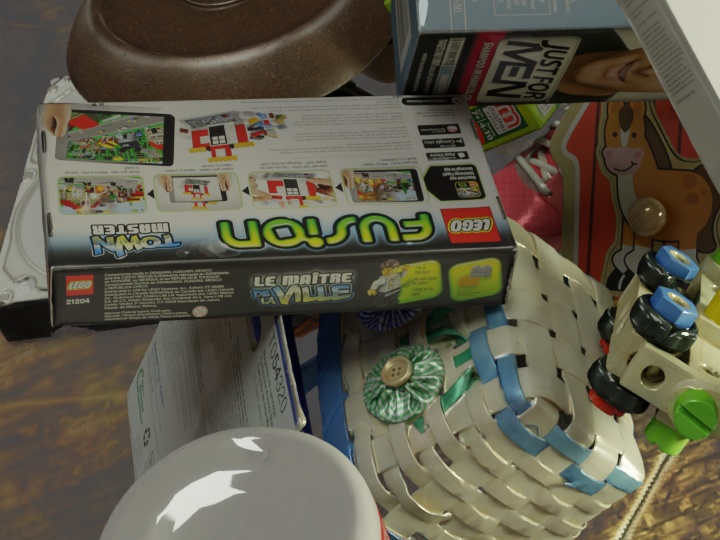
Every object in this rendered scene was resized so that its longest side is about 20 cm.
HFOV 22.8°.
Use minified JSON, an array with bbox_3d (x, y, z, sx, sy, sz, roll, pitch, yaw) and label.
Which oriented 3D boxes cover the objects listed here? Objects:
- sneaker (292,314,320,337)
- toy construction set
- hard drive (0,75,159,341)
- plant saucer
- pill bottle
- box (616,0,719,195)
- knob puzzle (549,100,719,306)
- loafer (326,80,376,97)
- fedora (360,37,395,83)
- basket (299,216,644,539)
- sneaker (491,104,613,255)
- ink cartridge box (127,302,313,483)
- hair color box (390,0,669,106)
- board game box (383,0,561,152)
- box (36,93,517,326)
[{"bbox_3d":[0.000,0.000,0.953,0.199,0.074,0.080,-6,55,49],"label":"sneaker"},{"bbox_3d":[0.170,0.045,0.773,0.131,0.200,0.092,32,96,0],"label":"toy construction set"},{"bbox_3d":[-0.141,-0.050,1.094,0.139,0.038,0.201,-6,46,15],"label":"hard drive"},{"bbox_3d":[-0.077,-0.154,1.030,0.199,0.035,0.201,-7,42,6],"label":"plant saucer"},{"bbox_3d":[-0.025,0.167,0.733,0.113,0.201,0.114,-10,46,11],"label":"pill bottle"},{"bbox_3d":[0.219,-0.100,0.758,0.199,0.036,0.145,-26,86,-24],"label":"box"},{"bbox_3d":[0.188,-0.060,0.897,0.218,0.030,0.222,0,90,23],"label":"knob puzzle"},{"bbox_3d":[-0.035,-0.088,1.023,0.199,0.067,0.077,19,93,14],"label":"loafer"},{"bbox_3d":[0.015,-0.182,1.126,0.199,0.082,0.201,-11,43,11],"label":"fedora"},{"bbox_3d":[0.027,0.077,0.854,0.200,0.139,0.177,-41,36,29],"label":"basket"},{"bbox_3d":[0.130,-0.073,0.978,0.199,0.087,0.074,-28,44,-6],"label":"sneaker"},{"bbox_3d":[-0.060,0.069,0.855,0.043,0.201,0.197,11,41,-22],"label":"ink cartridge box"},{"bbox_3d":[0.118,-0.121,0.825,0.198,0.099,0.061,-3,76,-5],"label":"hair color box"},{"bbox_3d":[0.100,-0.167,1.029,0.047,0.102,0.200,-21,22,42],"label":"board game box"},{"bbox_3d":[-0.040,-0.030,0.787,0.198,0.035,0.110,-2,44,-11],"label":"box"}]
